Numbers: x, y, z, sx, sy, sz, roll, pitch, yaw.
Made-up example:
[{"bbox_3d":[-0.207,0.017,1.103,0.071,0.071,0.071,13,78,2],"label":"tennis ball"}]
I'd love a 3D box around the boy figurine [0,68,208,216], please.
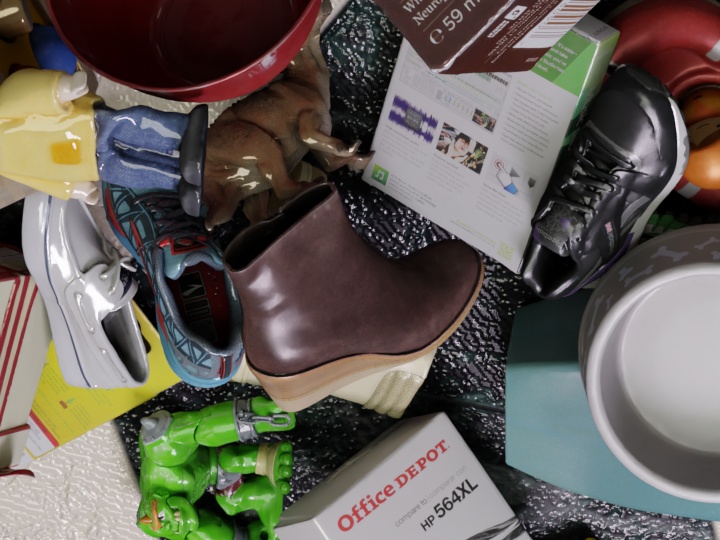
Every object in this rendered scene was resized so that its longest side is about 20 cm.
[{"bbox_3d":[-0.199,-0.088,1.518,0.199,0.065,0.124,7,144,-5],"label":"boy figurine"}]

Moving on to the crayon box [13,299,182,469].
[{"bbox_3d":[-0.243,0.070,1.812,0.200,0.051,0.127,-27,114,19],"label":"crayon box"}]

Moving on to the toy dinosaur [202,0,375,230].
[{"bbox_3d":[-0.073,-0.099,1.644,0.135,0.200,0.086,39,153,8],"label":"toy dinosaur"}]

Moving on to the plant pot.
[{"bbox_3d":[0.211,0.092,1.745,0.199,0.141,0.142,2,120,9],"label":"plant pot"}]

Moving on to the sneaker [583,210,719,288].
[{"bbox_3d":[0.232,0.003,1.682,0.200,0.085,0.078,1,167,39],"label":"sneaker"}]

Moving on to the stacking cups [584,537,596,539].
[{"bbox_3d":[0.117,0.285,1.910,0.200,0.061,0.061,-28,114,22],"label":"stacking cups"}]

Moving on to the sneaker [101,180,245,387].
[{"bbox_3d":[-0.126,-0.017,1.694,0.079,0.096,0.200,-22,86,-17],"label":"sneaker"}]

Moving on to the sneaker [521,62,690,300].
[{"bbox_3d":[0.163,-0.050,1.593,0.076,0.088,0.200,38,145,21],"label":"sneaker"}]

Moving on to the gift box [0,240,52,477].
[{"bbox_3d":[-0.325,0.069,1.692,0.200,0.184,0.187,22,101,20],"label":"gift box"}]

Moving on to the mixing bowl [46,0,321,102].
[{"bbox_3d":[-0.106,-0.192,1.592,0.200,0.201,0.108,-8,158,9],"label":"mixing bowl"}]

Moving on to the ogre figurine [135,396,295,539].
[{"bbox_3d":[-0.117,0.166,1.835,0.120,0.098,0.200,3,157,-5],"label":"ogre figurine"}]

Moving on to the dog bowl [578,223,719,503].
[{"bbox_3d":[0.247,0.071,1.615,0.200,0.059,0.201,4,107,12],"label":"dog bowl"}]

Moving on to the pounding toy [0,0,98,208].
[{"bbox_3d":[-0.270,-0.159,1.606,0.142,0.184,0.200,-23,116,16],"label":"pounding toy"}]

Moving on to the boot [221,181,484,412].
[{"bbox_3d":[0.000,0.000,1.630,0.200,0.072,0.167,-34,140,-19],"label":"boot"}]

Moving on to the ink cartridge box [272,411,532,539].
[{"bbox_3d":[0.052,0.231,1.795,0.200,0.146,0.084,55,155,-6],"label":"ink cartridge box"}]

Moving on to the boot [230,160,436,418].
[{"bbox_3d":[-0.010,0.018,1.752,0.155,0.073,0.200,15,122,-4],"label":"boot"}]

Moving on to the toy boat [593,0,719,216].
[{"bbox_3d":[0.243,-0.103,1.629,0.200,0.131,0.131,31,117,-13],"label":"toy boat"}]

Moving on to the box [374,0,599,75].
[{"bbox_3d":[0.074,-0.251,1.492,0.166,0.164,0.200,-44,77,23],"label":"box"}]

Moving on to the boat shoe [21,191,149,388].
[{"bbox_3d":[-0.194,0.006,1.693,0.065,0.074,0.200,5,136,17],"label":"boat shoe"}]

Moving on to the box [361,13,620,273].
[{"bbox_3d":[0.089,-0.115,1.644,0.144,0.036,0.200,32,129,20],"label":"box"}]
